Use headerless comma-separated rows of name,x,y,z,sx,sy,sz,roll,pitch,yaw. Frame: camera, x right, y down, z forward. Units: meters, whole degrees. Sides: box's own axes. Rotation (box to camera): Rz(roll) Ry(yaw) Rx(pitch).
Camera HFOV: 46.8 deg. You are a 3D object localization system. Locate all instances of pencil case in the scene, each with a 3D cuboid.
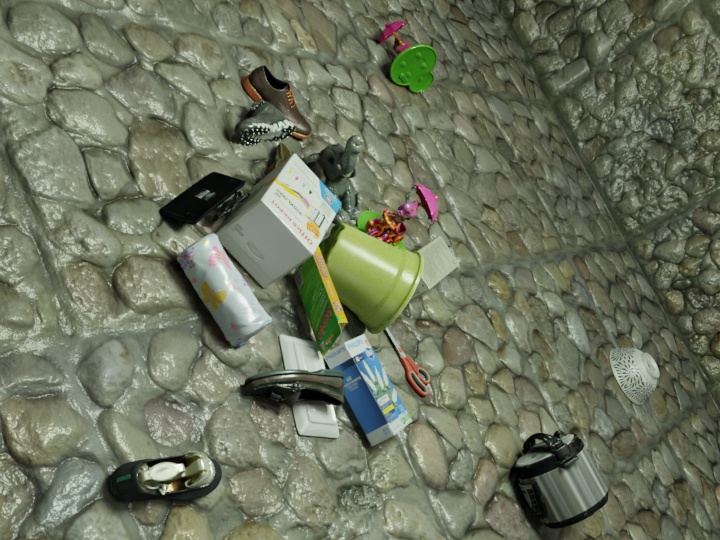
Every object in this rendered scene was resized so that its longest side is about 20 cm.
pencil case,-0.238,0.033,1.466,0.200,0.083,0.091,56,29,0

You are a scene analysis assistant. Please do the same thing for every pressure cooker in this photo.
pressure cooker,0.451,0.465,1.911,0.200,0.176,0.179,63,29,3

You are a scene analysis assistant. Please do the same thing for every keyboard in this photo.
keyboard,-0.285,-0.125,1.575,0.104,0.040,0.200,19,34,14

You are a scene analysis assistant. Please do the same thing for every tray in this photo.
tray,-0.091,0.213,1.560,0.107,0.022,0.200,18,49,-46

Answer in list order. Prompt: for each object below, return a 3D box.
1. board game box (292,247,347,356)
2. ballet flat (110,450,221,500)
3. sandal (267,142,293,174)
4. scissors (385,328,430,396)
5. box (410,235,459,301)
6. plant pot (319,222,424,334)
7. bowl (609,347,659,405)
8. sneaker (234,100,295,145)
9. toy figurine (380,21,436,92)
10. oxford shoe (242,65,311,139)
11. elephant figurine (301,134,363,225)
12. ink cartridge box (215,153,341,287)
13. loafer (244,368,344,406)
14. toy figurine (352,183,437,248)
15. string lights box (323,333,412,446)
board game box,-0.078,0.059,1.617,0.030,0.096,0.200,1,53,-30
ballet flat,-0.265,0.299,1.216,0.200,0.073,0.073,9,55,-50
sandal,-0.171,-0.211,1.800,0.080,0.054,0.200,45,19,-27
scissors,0.091,0.188,1.826,0.200,0.014,0.073,52,35,-10
box,0.153,-0.005,2.014,0.095,0.078,0.200,57,33,2
plant pot,0.000,0.000,1.731,0.184,0.200,0.201,33,38,-15
bowl,0.903,0.326,2.697,0.201,0.094,0.201,32,41,-33
sneaker,-0.223,-0.327,1.816,0.091,0.066,0.200,57,29,6
toy figurine,0.135,-0.665,2.519,0.200,0.150,0.184,45,18,-59
oxford shoe,-0.177,-0.384,1.913,0.200,0.072,0.071,42,35,-23
elephant figurine,-0.056,-0.209,1.753,0.142,0.155,0.200,-68,159,-61
ink cartridge box,-0.157,-0.098,1.627,0.147,0.145,0.200,47,34,-16
loafer,-0.109,0.212,1.475,0.200,0.072,0.063,2,64,-37
toy figurine,0.090,-0.124,1.927,0.200,0.184,0.150,-15,70,-53
string lights box,0.014,0.233,1.636,0.200,0.059,0.103,61,23,6
